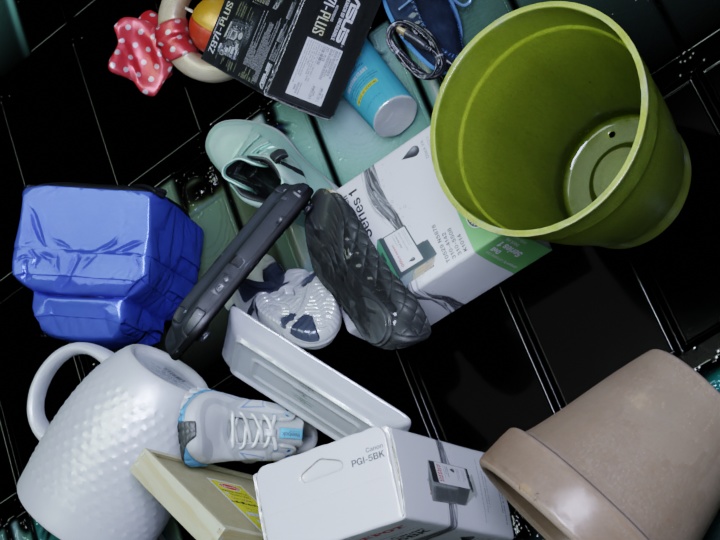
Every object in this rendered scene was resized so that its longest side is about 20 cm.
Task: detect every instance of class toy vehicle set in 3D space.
[{"bbox_3d":[-0.111,0.227,1.504,0.124,0.200,0.027,38,97,36],"label":"toy vehicle set"}]

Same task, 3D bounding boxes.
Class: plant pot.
[{"bbox_3d":[0.194,-0.104,1.396,0.199,0.193,0.202,-10,72,32],"label":"plant pot"},{"bbox_3d":[0.225,0.164,1.320,0.175,0.200,0.200,-46,55,-5],"label":"plant pot"}]

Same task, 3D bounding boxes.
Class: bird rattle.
[{"bbox_3d":[-0.181,-0.274,1.757,0.163,0.113,0.201,32,98,19],"label":"bird rattle"}]

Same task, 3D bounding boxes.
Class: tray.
[{"bbox_3d":[-0.048,0.115,1.509,0.199,0.108,0.022,32,59,8],"label":"tray"}]

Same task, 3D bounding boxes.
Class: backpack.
[{"bbox_3d":[-0.258,-0.003,1.663,0.161,0.200,0.169,9,86,13],"label":"backpack"}]

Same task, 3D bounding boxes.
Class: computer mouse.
[{"bbox_3d":[0.110,-0.187,1.529,0.199,0.034,0.059,25,100,13],"label":"computer mouse"}]

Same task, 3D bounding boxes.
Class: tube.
[{"bbox_3d":[-0.011,-0.215,1.659,0.078,0.050,0.200,-49,50,14],"label":"tube"}]

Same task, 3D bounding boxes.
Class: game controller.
[{"bbox_3d":[-0.113,0.000,1.507,0.042,0.104,0.200,36,64,4],"label":"game controller"}]

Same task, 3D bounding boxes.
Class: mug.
[{"bbox_3d":[-0.246,0.154,1.567,0.200,0.147,0.176,36,101,25],"label":"mug"}]

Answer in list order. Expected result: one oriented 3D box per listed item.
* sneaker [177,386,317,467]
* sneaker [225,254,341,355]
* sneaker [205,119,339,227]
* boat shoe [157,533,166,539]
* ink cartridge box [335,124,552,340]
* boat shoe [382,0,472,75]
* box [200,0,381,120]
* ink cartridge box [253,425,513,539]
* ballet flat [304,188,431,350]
[{"bbox_3d":[-0.102,0.149,1.526,0.086,0.200,0.076,-1,85,24],"label":"sneaker"},{"bbox_3d":[-0.068,0.069,1.569,0.079,0.130,0.199,-31,29,-27],"label":"sneaker"},{"bbox_3d":[-0.114,-0.115,1.651,0.200,0.118,0.074,34,98,37],"label":"sneaker"},{"bbox_3d":[-0.243,0.275,1.660,0.074,0.065,0.203,-25,64,26],"label":"boat shoe"},{"bbox_3d":[0.061,-0.038,1.533,0.199,0.084,0.147,-33,60,22],"label":"ink cartridge box"},{"bbox_3d":[0.059,-0.287,1.604,0.069,0.084,0.201,-41,60,31],"label":"boat shoe"},{"bbox_3d":[-0.061,-0.275,1.636,0.164,0.086,0.201,33,103,55],"label":"box"},{"bbox_3d":[0.023,0.209,1.418,0.146,0.200,0.083,-22,66,27],"label":"ink cartridge box"},{"bbox_3d":[0.000,0.000,1.491,0.067,0.057,0.201,-56,46,31],"label":"ballet flat"}]
